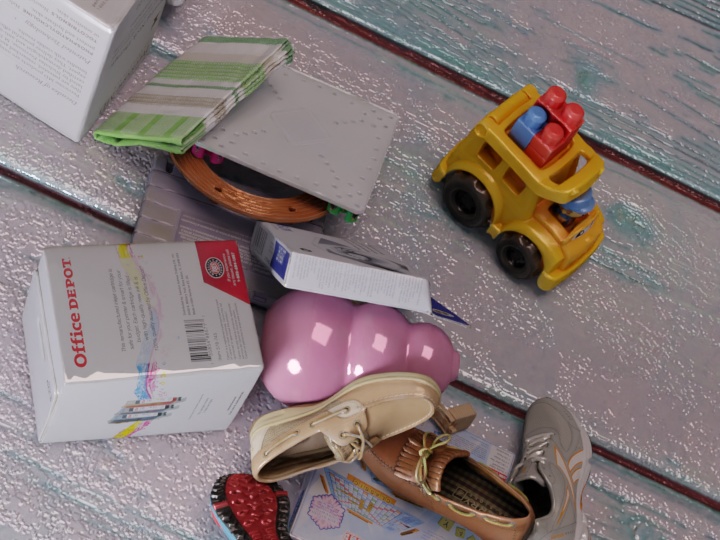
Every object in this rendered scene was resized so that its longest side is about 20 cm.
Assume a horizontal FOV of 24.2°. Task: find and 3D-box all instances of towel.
[{"bbox_3d":[-0.178,-0.192,1.822,0.200,0.148,0.031,-47,128,-33],"label":"towel"}]

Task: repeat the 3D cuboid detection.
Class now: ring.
[{"bbox_3d":[-0.115,-0.113,1.823,0.198,0.019,0.201,16,35,-11],"label":"ring"}]

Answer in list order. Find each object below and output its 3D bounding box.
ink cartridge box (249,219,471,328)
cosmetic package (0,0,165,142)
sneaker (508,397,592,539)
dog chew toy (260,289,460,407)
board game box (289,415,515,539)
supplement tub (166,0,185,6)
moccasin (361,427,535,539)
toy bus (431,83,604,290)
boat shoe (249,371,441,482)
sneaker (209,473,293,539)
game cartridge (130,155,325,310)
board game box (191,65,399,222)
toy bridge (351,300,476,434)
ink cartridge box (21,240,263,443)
[{"bbox_3d":[0.000,0.000,1.704,0.198,0.200,0.041,13,97,-16],"label":"ink cartridge box"},{"bbox_3d":[-0.307,-0.285,1.765,0.165,0.200,0.168,31,54,-1],"label":"cosmetic package"},{"bbox_3d":[0.190,0.208,1.727,0.092,0.075,0.202,41,35,-40],"label":"sneaker"},{"bbox_3d":[0.001,0.085,1.675,0.197,0.125,0.126,7,57,2],"label":"dog chew toy"},{"bbox_3d":[0.040,0.233,1.699,0.198,0.041,0.201,27,54,-5],"label":"board game box"},{"bbox_3d":[-0.269,-0.393,1.888,0.198,0.132,0.133,21,55,-8],"label":"supplement tub"},{"bbox_3d":[0.082,0.202,1.647,0.201,0.078,0.074,36,59,21],"label":"moccasin"},{"bbox_3d":[0.207,-0.109,1.880,0.200,0.192,0.135,47,54,8],"label":"toy bus"},{"bbox_3d":[-0.013,0.158,1.620,0.198,0.072,0.065,-20,39,15],"label":"boat shoe"},{"bbox_3d":[-0.102,0.278,1.594,0.078,0.096,0.201,2,34,-22],"label":"sneaker"},{"bbox_3d":[-0.142,-0.034,1.789,0.198,0.038,0.131,19,60,-11],"label":"game cartridge"},{"bbox_3d":[-0.070,-0.150,1.849,0.198,0.026,0.201,23,39,-2],"label":"board game box"},{"bbox_3d":[0.045,0.094,1.760,0.067,0.027,0.201,-10,52,-38],"label":"toy bridge"},{"bbox_3d":[-0.217,0.069,1.627,0.198,0.145,0.147,-2,62,-23],"label":"ink cartridge box"}]
